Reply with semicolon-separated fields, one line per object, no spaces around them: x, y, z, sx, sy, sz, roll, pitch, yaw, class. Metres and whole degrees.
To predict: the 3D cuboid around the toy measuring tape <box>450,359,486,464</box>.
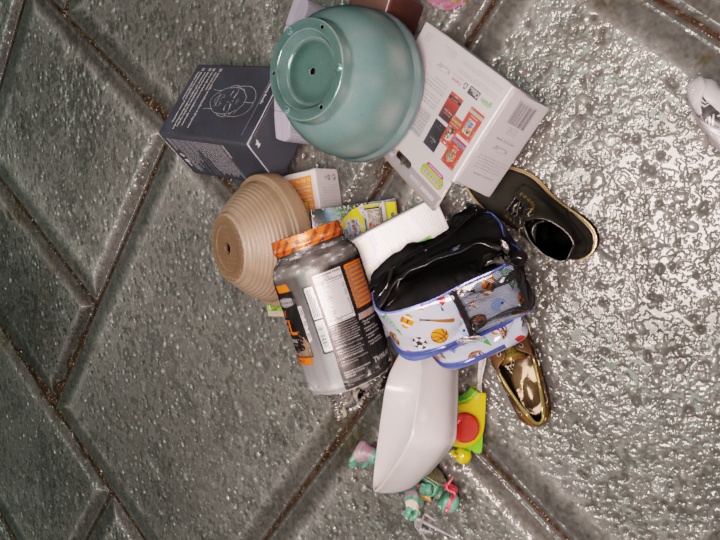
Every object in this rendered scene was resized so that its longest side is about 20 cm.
0.147;0.183;0.866;0.072;0.073;0.206;5;95;30;toy measuring tape

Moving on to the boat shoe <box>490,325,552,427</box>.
0.210;0.111;0.807;0.071;0.068;0.204;-27;80;10;boat shoe

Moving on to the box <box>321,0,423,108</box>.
0.013;-0.309;0.867;0.074;0.099;0.204;30;110;24;box

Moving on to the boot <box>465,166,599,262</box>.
0.206;-0.080;0.757;0.198;0.137;0.079;32;111;25;boot

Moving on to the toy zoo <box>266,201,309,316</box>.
-0.119;-0.029;0.937;0.129;0.020;0.206;-3;96;49;toy zoo

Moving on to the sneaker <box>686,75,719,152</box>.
0.453;-0.153;0.637;0.114;0.075;0.202;-40;81;28;sneaker

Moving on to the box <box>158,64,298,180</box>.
-0.201;-0.241;0.967;0.196;0.107;0.151;13;68;29;box

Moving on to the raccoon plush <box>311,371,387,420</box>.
-0.042;0.194;0.929;0.097;0.133;0.200;48;130;8;raccoon plush

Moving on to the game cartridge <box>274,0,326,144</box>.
-0.075;-0.297;0.903;0.040;0.132;0.206;19;106;34;game cartridge

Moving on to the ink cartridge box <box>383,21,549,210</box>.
0.117;-0.198;0.789;0.177;0.082;0.201;-57;45;24;ink cartridge box

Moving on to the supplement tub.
-0.041;0.046;0.771;0.120;0.122;0.205;-15;95;31;supplement tub

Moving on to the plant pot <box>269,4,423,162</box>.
-0.034;-0.249;0.766;0.196;0.133;0.207;4;97;33;plant pot

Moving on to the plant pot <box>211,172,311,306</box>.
-0.164;-0.041;0.895;0.198;0.091;0.207;17;112;47;plant pot

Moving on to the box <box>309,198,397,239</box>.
0.000;0.000;0.909;0.133;0.038;0.206;-7;93;-6;box

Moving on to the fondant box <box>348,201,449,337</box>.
0.049;0.004;0.852;0.196;0.058;0.147;-26;94;6;fondant box

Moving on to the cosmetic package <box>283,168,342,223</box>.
-0.081;-0.057;0.974;0.099;0.071;0.206;-7;93;31;cosmetic package

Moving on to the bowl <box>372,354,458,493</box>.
0.083;0.199;0.835;0.073;0.203;0.202;14;138;-5;bowl

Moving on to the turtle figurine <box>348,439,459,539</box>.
0.080;0.337;0.912;0.197;0.151;0.101;29;67;28;turtle figurine

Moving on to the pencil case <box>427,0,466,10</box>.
0.079;-0.403;0.756;0.085;0.198;0.085;10;100;30;pencil case

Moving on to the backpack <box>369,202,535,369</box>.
0.110;0.027;0.741;0.186;0.201;0.157;-19;108;7;backpack
